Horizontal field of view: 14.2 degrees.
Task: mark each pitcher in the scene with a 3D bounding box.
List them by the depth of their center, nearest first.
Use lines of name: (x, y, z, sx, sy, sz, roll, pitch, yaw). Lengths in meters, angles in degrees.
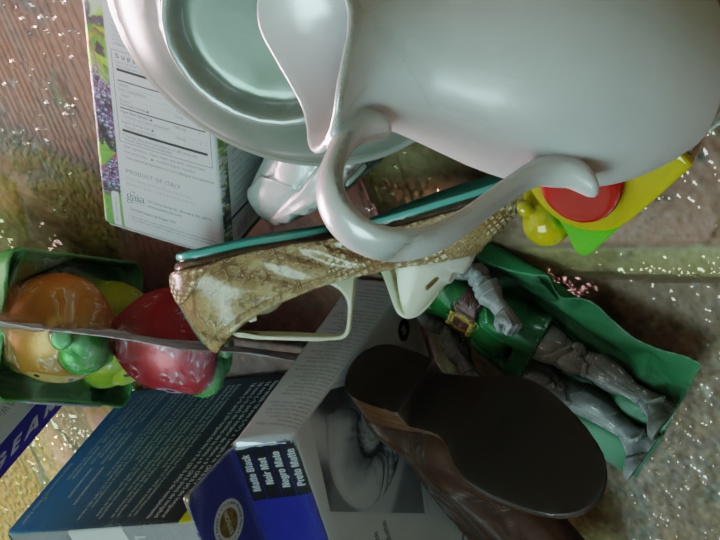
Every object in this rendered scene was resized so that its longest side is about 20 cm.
pitcher: (0.065, -0.078, 1.318, 0.200, 0.172, 0.121, 1, 152, -19)

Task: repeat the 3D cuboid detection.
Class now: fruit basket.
fruit basket: (-0.136, 0.044, 1.643, 0.200, 0.185, 0.094, 13, 92, 30)

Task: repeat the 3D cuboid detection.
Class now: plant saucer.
plant saucer: (-0.041, -0.127, 1.410, 0.200, 0.050, 0.200, 11, 128, 15)

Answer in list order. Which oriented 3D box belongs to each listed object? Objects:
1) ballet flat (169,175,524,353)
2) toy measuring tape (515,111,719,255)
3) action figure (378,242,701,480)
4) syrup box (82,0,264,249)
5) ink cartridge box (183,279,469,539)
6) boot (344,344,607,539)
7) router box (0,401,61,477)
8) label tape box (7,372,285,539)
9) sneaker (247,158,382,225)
ballet flat: (0.000, 0.000, 1.530, 0.200, 0.071, 0.065, -14, 93, 8)
toy measuring tape: (0.139, -0.078, 1.426, 0.074, 0.074, 0.200, 43, 128, -5)
action figure: (0.080, 0.034, 1.570, 0.200, 0.055, 0.118, 34, 140, 11)
syrup box: (-0.091, -0.114, 1.538, 0.081, 0.079, 0.200, 17, 133, 23)
ink cartridge box: (-0.007, 0.141, 1.609, 0.041, 0.200, 0.200, 4, 128, 32)
boot: (0.096, 0.131, 1.571, 0.186, 0.064, 0.200, 30, 163, 43)
router box: (-0.288, 0.067, 1.736, 0.179, 0.200, 0.049, 30, 136, 9)
label tape box: (-0.087, 0.126, 1.691, 0.200, 0.144, 0.063, -8, 121, 39)
sneaker: (-0.015, -0.107, 1.506, 0.099, 0.078, 0.200, 42, 129, 6)
